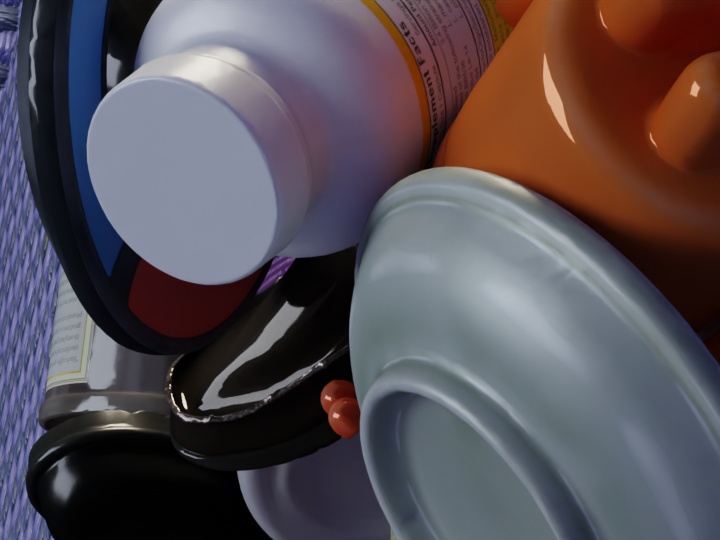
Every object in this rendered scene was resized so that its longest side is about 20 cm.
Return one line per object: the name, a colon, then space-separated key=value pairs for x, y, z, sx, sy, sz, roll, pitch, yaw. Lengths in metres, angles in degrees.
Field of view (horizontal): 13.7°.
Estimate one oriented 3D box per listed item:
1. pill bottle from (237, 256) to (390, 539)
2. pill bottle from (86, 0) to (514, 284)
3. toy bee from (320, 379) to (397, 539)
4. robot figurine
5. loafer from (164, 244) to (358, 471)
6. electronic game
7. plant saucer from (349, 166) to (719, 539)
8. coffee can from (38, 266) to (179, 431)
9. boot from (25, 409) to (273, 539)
pill bottle: x=-0.006 y=0.024 z=1.281 sx=0.200 sy=0.111 sz=0.111 roll=-102 pitch=24 yaw=-55
pill bottle: x=-0.007 y=-0.071 z=1.010 sx=0.200 sy=0.104 sz=0.104 roll=-41 pitch=-23 yaw=-49
toy bee: x=0.033 y=0.077 z=1.100 sx=0.131 sy=0.109 sz=0.200 roll=167 pitch=111 yaw=-77
robot figurine: x=0.088 y=-0.032 z=0.925 sx=0.117 sy=0.144 sz=0.200 roll=-55 pitch=0 yaw=-29
loafer: x=0.000 y=0.000 z=1.133 sx=0.200 sy=0.071 sz=0.073 roll=-35 pitch=37 yaw=11
electronic game: x=-0.064 y=-0.070 z=1.058 sx=0.200 sy=0.042 sz=0.200 roll=2 pitch=-90 yaw=-68
plant saucer: x=0.051 y=0.066 z=0.913 sx=0.200 sy=0.050 sz=0.200 roll=41 pitch=149 yaw=30
coffee can: x=-0.081 y=-0.010 z=1.531 sx=0.146 sy=0.146 sz=0.200 roll=145 pitch=132 yaw=-71
boot: x=-0.050 y=0.161 z=1.231 sx=0.079 sy=0.211 sz=0.158 roll=-42 pitch=29 yaw=27
